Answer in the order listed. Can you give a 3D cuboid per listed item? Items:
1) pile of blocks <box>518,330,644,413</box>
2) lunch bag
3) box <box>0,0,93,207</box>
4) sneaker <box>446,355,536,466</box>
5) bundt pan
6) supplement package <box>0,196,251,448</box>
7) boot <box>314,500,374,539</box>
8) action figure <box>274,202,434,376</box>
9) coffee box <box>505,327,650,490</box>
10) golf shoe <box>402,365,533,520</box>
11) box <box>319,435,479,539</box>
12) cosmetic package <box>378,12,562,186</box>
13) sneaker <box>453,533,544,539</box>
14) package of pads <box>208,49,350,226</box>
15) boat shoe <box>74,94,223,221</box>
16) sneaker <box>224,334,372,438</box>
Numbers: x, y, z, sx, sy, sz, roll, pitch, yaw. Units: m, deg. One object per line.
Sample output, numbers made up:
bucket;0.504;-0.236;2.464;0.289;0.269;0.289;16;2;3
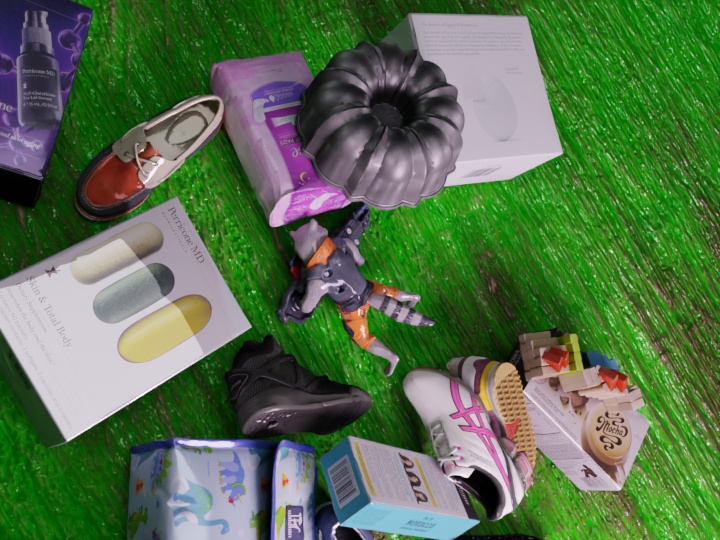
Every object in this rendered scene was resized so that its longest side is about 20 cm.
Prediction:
pile of blocks;0.296;0.122;1.019;0.199;0.062;0.083;23;66;-23
lunch bag;-0.129;0.262;0.819;0.199;0.127;0.172;13;69;-38
box;-0.371;-0.186;0.803;0.147;0.104;0.202;16;71;-24
sneaker;0.165;0.196;1.023;0.075;0.090;0.202;-32;119;-40
bundt pan;0.032;-0.175;0.901;0.200;0.076;0.204;7;66;-15
supplement package;-0.246;0.052;0.784;0.199;0.150;0.153;-32;93;-31
boot;0.010;0.351;0.877;0.073;0.090;0.201;-34;93;-15
action figure;0.000;0.000;0.961;0.193;0.104;0.201;39;62;-22
coffee box;0.281;0.188;1.076;0.200;0.080;0.113;45;60;-12
golf shoe;0.119;0.200;0.943;0.200;0.073;0.092;47;39;7
box;0.047;0.248;0.897;0.199;0.049;0.083;26;31;-43
cosmetic package;0.139;-0.227;1.077;0.198;0.123;0.202;-8;83;-29
sneaker;0.180;0.381;0.992;0.198;0.076;0.088;9;88;-22
package of pads;-0.090;-0.161;0.943;0.120;0.076;0.201;-18;73;-26
boat shoe;-0.232;-0.130;0.888;0.200;0.062;0.071;-43;101;-28
sneaker;-0.071;0.127;0.901;0.199;0.076;0.115;9;41;-46
